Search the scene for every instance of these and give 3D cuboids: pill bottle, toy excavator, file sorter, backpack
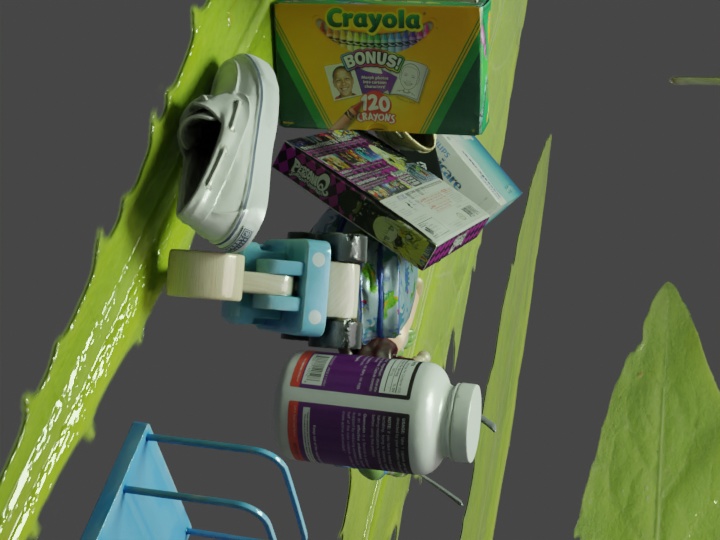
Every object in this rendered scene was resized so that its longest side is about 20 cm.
[{"bbox_3d":[0.018,0.144,1.187,0.112,0.198,0.114,5,90,-74],"label":"pill bottle"},{"bbox_3d":[-0.085,0.013,0.988,0.194,0.198,0.101,2,-91,64],"label":"toy excavator"},{"bbox_3d":[-0.125,0.235,0.835,0.140,0.121,0.201,80,20,-44],"label":"file sorter"},{"bbox_3d":[0.000,0.000,1.237,0.200,0.153,0.165,-24,125,-59],"label":"backpack"}]

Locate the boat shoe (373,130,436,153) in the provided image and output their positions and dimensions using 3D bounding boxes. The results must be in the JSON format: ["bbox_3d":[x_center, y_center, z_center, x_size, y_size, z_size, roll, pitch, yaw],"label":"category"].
[{"bbox_3d":[0.018,-0.207,1.234,0.073,0.063,0.201,-40,123,-16],"label":"boat shoe"}]

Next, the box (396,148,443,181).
[{"bbox_3d":[0.062,-0.118,1.416,0.200,0.043,0.162,85,-5,-64],"label":"box"}]

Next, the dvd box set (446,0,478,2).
[{"bbox_3d":[-0.005,-0.276,0.983,0.146,0.198,0.030,52,47,-67],"label":"dvd box set"}]

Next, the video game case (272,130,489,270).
[{"bbox_3d":[0.027,-0.079,1.189,0.036,0.181,0.200,-59,169,20],"label":"video game case"}]

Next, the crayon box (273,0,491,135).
[{"bbox_3d":[0.022,-0.195,1.108,0.058,0.198,0.120,-54,145,-64],"label":"crayon box"}]

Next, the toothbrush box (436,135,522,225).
[{"bbox_3d":[0.135,-0.128,1.627,0.147,0.085,0.200,50,16,3],"label":"toothbrush box"}]

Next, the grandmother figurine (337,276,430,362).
[{"bbox_3d":[0.022,0.088,1.359,0.061,0.120,0.201,97,12,-51],"label":"grandmother figurine"}]

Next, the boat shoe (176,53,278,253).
[{"bbox_3d":[-0.107,-0.106,0.905,0.065,0.074,0.201,27,37,-30],"label":"boat shoe"}]

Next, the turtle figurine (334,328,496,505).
[{"bbox_3d":[0.062,0.173,1.407,0.145,0.198,0.195,73,10,-45],"label":"turtle figurine"}]
